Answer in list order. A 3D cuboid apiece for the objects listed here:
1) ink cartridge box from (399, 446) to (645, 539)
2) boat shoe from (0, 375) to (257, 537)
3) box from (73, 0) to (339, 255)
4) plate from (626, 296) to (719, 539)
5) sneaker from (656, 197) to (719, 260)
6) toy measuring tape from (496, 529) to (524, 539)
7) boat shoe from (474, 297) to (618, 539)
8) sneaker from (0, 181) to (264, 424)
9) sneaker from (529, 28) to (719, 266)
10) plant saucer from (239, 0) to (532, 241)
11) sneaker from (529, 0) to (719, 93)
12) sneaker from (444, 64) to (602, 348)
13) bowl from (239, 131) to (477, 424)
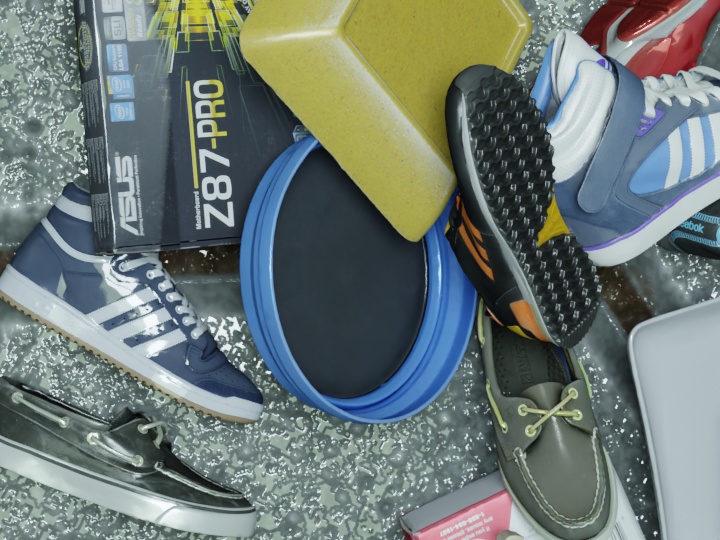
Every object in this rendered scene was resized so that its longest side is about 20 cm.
[{"bbox_3d":[0.133,0.234,1.150,0.147,0.086,0.200,-24,94,-6],"label":"ink cartridge box"},{"bbox_3d":[-0.159,0.126,1.126,0.200,0.071,0.064,20,89,-4],"label":"boat shoe"},{"bbox_3d":[-0.101,-0.115,1.091,0.161,0.049,0.200,-5,93,-26],"label":"box"},{"bbox_3d":[0.266,0.107,1.154,0.200,0.032,0.200,-18,102,-30],"label":"plate"},{"bbox_3d":[0.301,-0.033,1.155,0.200,0.082,0.073,-8,105,-22],"label":"sneaker"},{"bbox_3d":[0.140,0.260,1.075,0.074,0.074,0.200,-42,96,-5],"label":"toy measuring tape"},{"bbox_3d":[0.118,0.090,1.105,0.072,0.060,0.202,-15,51,0],"label":"boat shoe"},{"bbox_3d":[-0.136,0.017,1.129,0.200,0.070,0.109,30,89,-2],"label":"sneaker"},{"bbox_3d":[0.188,-0.112,1.085,0.200,0.081,0.147,-39,120,-7],"label":"sneaker"},{"bbox_3d":[0.035,-0.154,1.078,0.200,0.048,0.200,47,56,-33],"label":"plant saucer"},{"bbox_3d":[0.204,-0.126,1.179,0.200,0.078,0.116,-41,117,-11],"label":"sneaker"},{"bbox_3d":[0.079,-0.037,1.050,0.070,0.090,0.200,-45,124,-32],"label":"sneaker"},{"bbox_3d":[0.000,0.000,1.096,0.200,0.039,0.201,3,86,-47],"label":"bowl"}]
